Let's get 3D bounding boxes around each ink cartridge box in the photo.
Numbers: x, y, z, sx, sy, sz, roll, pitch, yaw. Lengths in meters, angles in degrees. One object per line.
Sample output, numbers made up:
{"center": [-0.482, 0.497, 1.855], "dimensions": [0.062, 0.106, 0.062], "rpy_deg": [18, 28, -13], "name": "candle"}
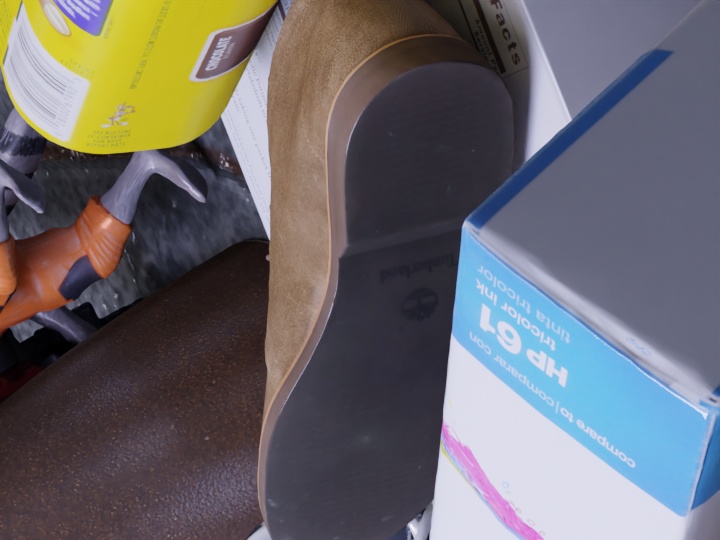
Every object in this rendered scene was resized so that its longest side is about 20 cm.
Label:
{"center": [0.094, 0.028, 0.761], "dimensions": [0.085, 0.145, 0.200], "rpy_deg": [35, 150, 23], "name": "ink cartridge box"}

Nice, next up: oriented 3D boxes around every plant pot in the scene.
{"center": [-0.099, 0.108, 1.198], "dimensions": [0.187, 0.200, 0.187], "rpy_deg": [40, 142, 41], "name": "plant pot"}

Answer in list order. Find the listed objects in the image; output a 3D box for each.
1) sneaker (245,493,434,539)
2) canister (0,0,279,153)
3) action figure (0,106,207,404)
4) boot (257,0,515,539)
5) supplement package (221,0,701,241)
{"center": [0.041, 0.090, 0.919], "dimensions": [0.200, 0.071, 0.073], "rpy_deg": [-25, 61, 40], "name": "sneaker"}
{"center": [-0.061, -0.136, 0.823], "dimensions": [0.200, 0.086, 0.149], "rpy_deg": [125, 135, -64], "name": "canister"}
{"center": [-0.156, 0.005, 1.261], "dimensions": [0.105, 0.200, 0.193], "rpy_deg": [50, 121, 7], "name": "action figure"}
{"center": [0.000, 0.000, 0.853], "dimensions": [0.076, 0.073, 0.200], "rpy_deg": [-124, 33, -44], "name": "boot"}
{"center": [0.042, -0.080, 0.894], "dimensions": [0.200, 0.114, 0.110], "rpy_deg": [-20, 92, 62], "name": "supplement package"}
